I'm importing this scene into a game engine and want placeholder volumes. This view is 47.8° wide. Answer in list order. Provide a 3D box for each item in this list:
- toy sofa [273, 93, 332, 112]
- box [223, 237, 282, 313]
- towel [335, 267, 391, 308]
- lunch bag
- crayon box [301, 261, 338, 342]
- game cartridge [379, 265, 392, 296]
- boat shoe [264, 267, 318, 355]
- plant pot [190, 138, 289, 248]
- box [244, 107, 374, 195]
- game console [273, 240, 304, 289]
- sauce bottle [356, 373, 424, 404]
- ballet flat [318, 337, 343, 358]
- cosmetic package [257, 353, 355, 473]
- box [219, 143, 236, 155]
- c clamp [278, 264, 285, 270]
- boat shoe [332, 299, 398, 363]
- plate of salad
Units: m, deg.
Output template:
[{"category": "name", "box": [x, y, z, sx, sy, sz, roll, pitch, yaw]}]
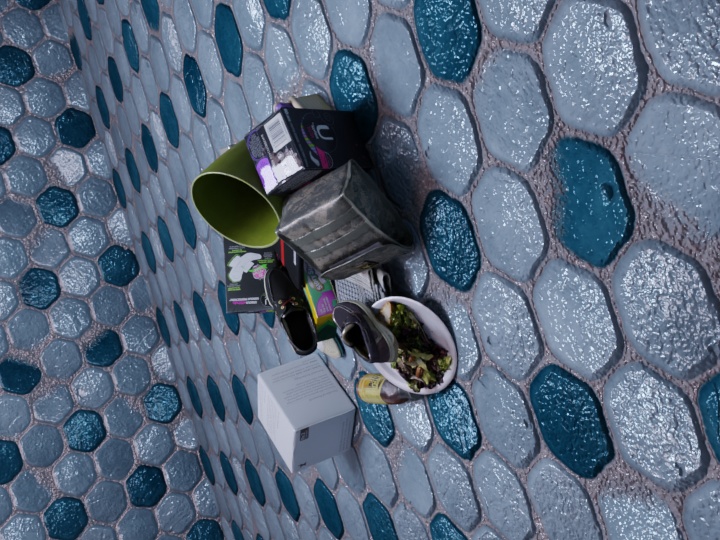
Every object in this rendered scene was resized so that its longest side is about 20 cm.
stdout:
[{"category": "toy sofa", "box": [-0.118, -0.248, 1.640, 0.083, 0.097, 0.200, 51, 146, 37]}, {"category": "box", "box": [-0.242, -0.001, 1.898, 0.149, 0.124, 0.200, 44, -136, -84]}, {"category": "towel", "box": [0.002, 0.064, 1.592, 0.200, 0.034, 0.193, 28, 130, 54]}, {"category": "lunch bag", "box": [-0.022, -0.067, 1.430, 0.164, 0.118, 0.200, -25, 127, 31]}, {"category": "crayon box", "box": [-0.103, 0.035, 1.769, 0.173, 0.058, 0.200, 105, 147, -66]}, {"category": "game cartridge", "box": [0.000, 0.000, 1.634, 0.133, 0.041, 0.200, -39, 71, 58]}, {"category": "boat shoe", "box": [-0.143, 0.082, 1.703, 0.063, 0.074, 0.202, 131, 116, -75]}, {"category": "plant pot", "box": [-0.190, -0.178, 1.542, 0.187, 0.200, 0.187, 18, 143, 14]}, {"category": "box", "box": [-0.089, -0.214, 1.465, 0.106, 0.200, 0.122, -28, 80, 37]}, {"category": "game console", "box": [-0.151, -0.083, 1.674, 0.177, 0.031, 0.200, 56, 156, 36]}, {"category": "sauce bottle", "box": [0.062, 0.237, 1.630, 0.200, 0.066, 0.066, -15, 92, 59]}, {"category": "ballet flat", "box": [-0.111, 0.135, 1.900, 0.200, 0.062, 0.067, 57, 158, 28]}, {"category": "cosmetic package", "box": [-0.134, 0.341, 1.957, 0.200, 0.165, 0.165, 50, 147, 38]}, {"category": "box", "box": [-0.263, -0.208, 1.950, 0.078, 0.095, 0.200, 3, 107, 63]}, {"category": "c clamp", "box": [-0.158, 0.074, 1.815, 0.200, 0.027, 0.171, -80, -33, -72]}, {"category": "boat shoe", "box": [-0.005, 0.111, 1.480, 0.200, 0.065, 0.072, 39, 129, 50]}, {"category": "plate of salad", "box": [0.083, 0.142, 1.481, 0.200, 0.048, 0.200, 16, 121, 29]}]
